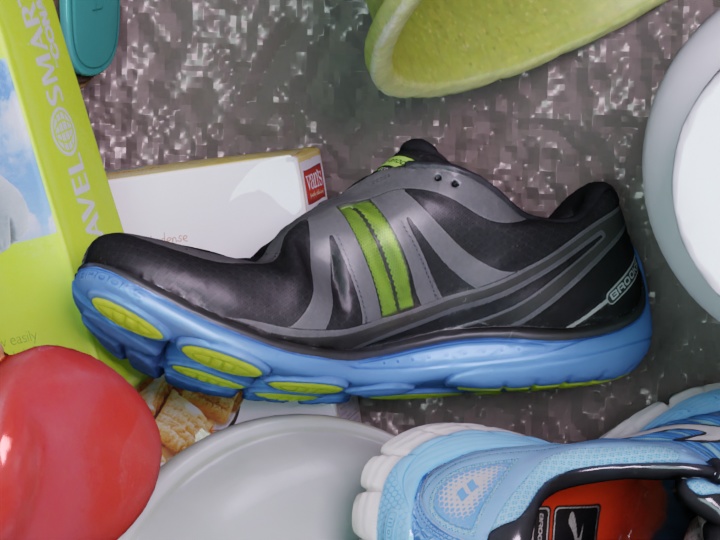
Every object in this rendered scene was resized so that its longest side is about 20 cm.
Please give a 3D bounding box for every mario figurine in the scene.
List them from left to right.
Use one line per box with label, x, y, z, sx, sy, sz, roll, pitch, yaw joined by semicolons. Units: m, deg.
mario figurine;-0.159;0.045;0.828;0.199;0.124;0.106;7;57;2

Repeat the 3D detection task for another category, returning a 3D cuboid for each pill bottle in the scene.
pill bottle;0.142;-0.034;0.796;0.110;0.200;0.112;2;97;12

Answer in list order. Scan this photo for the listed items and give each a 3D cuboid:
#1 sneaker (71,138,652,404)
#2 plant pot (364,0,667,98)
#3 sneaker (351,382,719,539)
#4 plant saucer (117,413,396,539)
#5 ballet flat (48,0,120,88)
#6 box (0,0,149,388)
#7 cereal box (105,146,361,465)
sneaker;0.000;0.000;0.872;0.199;0.071;0.083;-1;82;-23
plant pot;0.047;-0.183;0.817;0.200;0.200;0.185;-32;78;14
sneaker;0.100;0.083;0.843;0.199;0.090;0.079;-7;98;-30
plant saucer;-0.002;0.143;0.858;0.050;0.200;0.201;-13;96;52
ballet flat;-0.109;-0.161;0.904;0.063;0.069;0.201;11;99;24
box;-0.151;-0.045;0.890;0.121;0.048;0.201;-13;99;22
cereal box;-0.070;0.065;0.935;0.143;0.040;0.201;-8;96;15
